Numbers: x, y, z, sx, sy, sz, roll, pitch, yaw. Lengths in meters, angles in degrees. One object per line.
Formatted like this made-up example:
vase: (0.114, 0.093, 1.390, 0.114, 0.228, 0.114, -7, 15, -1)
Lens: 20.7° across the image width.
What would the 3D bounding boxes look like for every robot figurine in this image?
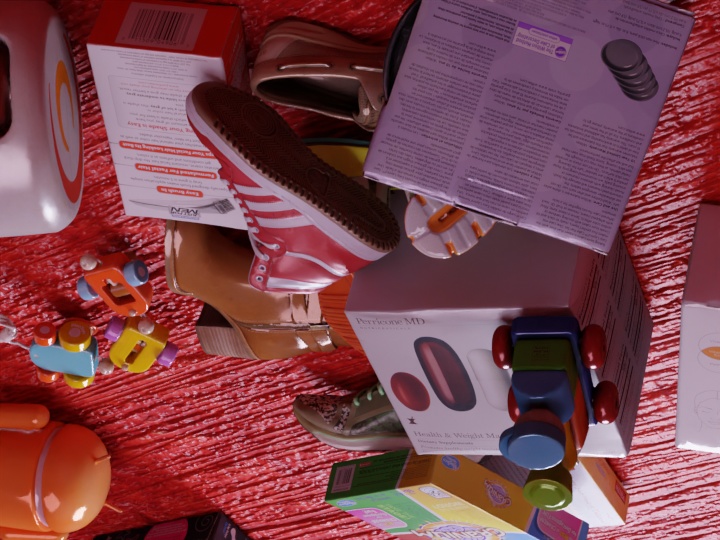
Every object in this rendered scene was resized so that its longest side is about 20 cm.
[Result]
robot figurine: (-0.344, 0.210, 2.031, 0.200, 0.144, 0.117, 5, 174, 15)

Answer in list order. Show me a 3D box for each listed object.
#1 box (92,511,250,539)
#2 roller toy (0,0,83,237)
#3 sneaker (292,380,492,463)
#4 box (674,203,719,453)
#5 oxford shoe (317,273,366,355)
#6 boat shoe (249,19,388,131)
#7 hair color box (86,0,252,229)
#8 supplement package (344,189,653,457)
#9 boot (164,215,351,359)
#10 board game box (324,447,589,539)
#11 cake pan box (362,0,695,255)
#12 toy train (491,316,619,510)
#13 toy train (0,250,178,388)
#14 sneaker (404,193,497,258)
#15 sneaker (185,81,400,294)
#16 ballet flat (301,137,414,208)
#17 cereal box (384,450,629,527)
box: (-0.209, 0.361, 2.154, 0.200, 0.132, 0.115, -17, 130, 36)
roller toy: (-0.297, -0.118, 1.531, 0.140, 0.182, 0.200, -4, 120, 1)
sneaker: (0.033, 0.120, 1.836, 0.200, 0.077, 0.089, 6, 109, 17)
box: (0.337, 0.056, 1.588, 0.152, 0.106, 0.200, 8, 142, 12)
oxford shoe: (0.000, 0.000, 1.663, 0.071, 0.073, 0.200, 7, 138, 40)
boat shoe: (0.016, -0.133, 1.507, 0.200, 0.065, 0.071, 12, 142, 6)
hair color box: (-0.144, -0.125, 1.581, 0.111, 0.064, 0.200, 7, 140, 10)
supplement package: (0.118, 0.038, 1.616, 0.191, 0.147, 0.200, -3, 139, 23)
boot: (-0.081, 0.007, 1.714, 0.155, 0.077, 0.200, -2, 132, 16)
board game box: (0.091, 0.226, 1.843, 0.200, 0.040, 0.153, 30, 151, -31)
cake pan box: (0.114, -0.127, 1.405, 0.200, 0.052, 0.184, 17, 99, -2)
toy train: (0.151, 0.136, 1.510, 0.085, 0.116, 0.200, -1, 139, 16)
toy train: (-0.250, 0.038, 1.835, 0.200, 0.056, 0.150, -19, 129, 33)
sneaker: (0.115, -0.086, 1.483, 0.200, 0.077, 0.078, -35, 90, 1)
sneaker: (-0.078, -0.055, 1.531, 0.200, 0.071, 0.112, 39, 132, -18)
ballet flat: (0.031, -0.073, 1.565, 0.200, 0.067, 0.067, -1, 170, 20)
cereal box: (0.141, 0.200, 1.898, 0.200, 0.040, 0.144, -10, 136, 29)
